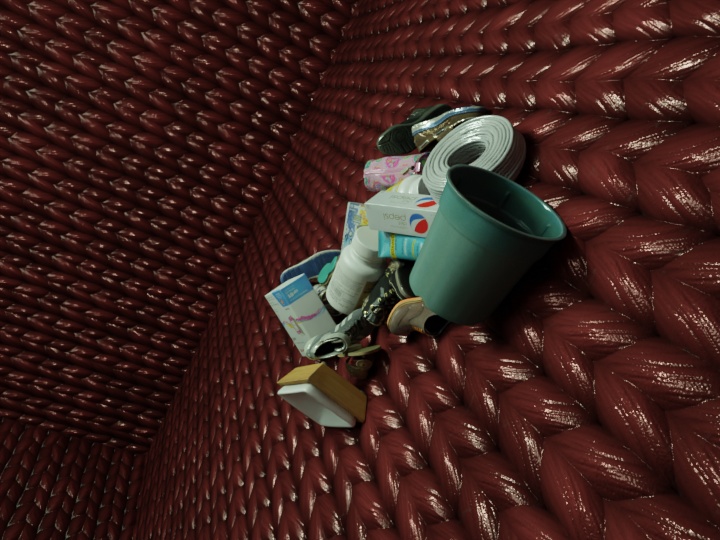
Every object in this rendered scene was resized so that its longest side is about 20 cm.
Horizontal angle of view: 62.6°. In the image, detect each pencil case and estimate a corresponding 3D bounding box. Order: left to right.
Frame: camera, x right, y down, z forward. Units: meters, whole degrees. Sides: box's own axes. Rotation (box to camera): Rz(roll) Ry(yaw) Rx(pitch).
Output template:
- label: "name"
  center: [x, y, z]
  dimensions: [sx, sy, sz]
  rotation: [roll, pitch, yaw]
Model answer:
- label: "pencil case"
  center: [-0.104, 0.076, 1.650]
  dimensions: [0.078, 0.089, 0.200]
  rotation: [-67, 20, -4]
- label: "pencil case"
  center: [0.095, -0.234, 1.417]
  dimensions: [0.200, 0.087, 0.088]
  rotation: [5, 72, 49]

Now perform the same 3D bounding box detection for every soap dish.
- label: "soap dish"
  center: [-0.085, 0.276, 1.316]
  dimensions: [0.081, 0.157, 0.200]
  rotation: [-57, 15, -25]

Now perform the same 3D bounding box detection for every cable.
- label: "cable"
  center: [0.212, -0.202, 1.111]
  dimensions: [0.200, 0.069, 0.200]
  rotation: [-36, 34, 9]

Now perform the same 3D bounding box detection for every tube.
- label: "tube"
  center: [0.107, -0.050, 1.217]
  dimensions: [0.200, 0.050, 0.078]
  rotation: [15, 105, 47]

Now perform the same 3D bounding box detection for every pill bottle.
- label: "pill bottle"
  center: [0.000, 0.000, 1.388]
  dimensions: [0.114, 0.114, 0.200]
  rotation: [-93, 21, -49]
- label: "pill bottle"
  center: [0.111, -0.146, 1.322]
  dimensions: [0.200, 0.112, 0.113]
  rotation: [-21, 49, 62]

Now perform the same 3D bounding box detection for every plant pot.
- label: "plant pot"
  center: [0.182, -0.032, 0.939]
  dimensions: [0.200, 0.200, 0.196]
  rotation: [-97, 29, -54]

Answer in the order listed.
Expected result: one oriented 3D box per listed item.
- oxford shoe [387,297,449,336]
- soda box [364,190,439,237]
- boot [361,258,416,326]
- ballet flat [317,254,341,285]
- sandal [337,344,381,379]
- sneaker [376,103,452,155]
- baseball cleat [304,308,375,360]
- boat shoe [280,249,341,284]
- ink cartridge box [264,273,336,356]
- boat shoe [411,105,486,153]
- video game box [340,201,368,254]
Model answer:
- label: "oxford shoe"
  center: [0.114, 0.093, 1.127]
  dimensions: [0.200, 0.071, 0.073]
  rotation: [-40, 38, 50]
- label: "soda box"
  center: [0.110, -0.112, 1.196]
  dimensions: [0.200, 0.064, 0.068]
  rotation: [11, 36, 37]
- label: "boot"
  center: [0.067, 0.057, 1.271]
  dimensions: [0.151, 0.073, 0.200]
  rotation: [-58, 19, 20]
- label: "ballet flat"
  center: [-0.061, 0.010, 1.551]
  dimensions: [0.200, 0.065, 0.071]
  rotation: [154, 135, -73]
- label: "sandal"
  center: [0.000, 0.206, 1.322]
  dimensions: [0.212, 0.077, 0.070]
  rotation: [164, 95, -73]
- label: "sneaker"
  center: [0.128, -0.346, 1.468]
  dimensions: [0.199, 0.076, 0.114]
  rotation: [-32, 14, -2]
- label: "baseball cleat"
  center: [-0.026, 0.146, 1.312]
  dimensions: [0.200, 0.070, 0.106]
  rotation: [-32, 12, -22]
- label: "boat shoe"
  center: [-0.136, -0.010, 1.703]
  dimensions: [0.072, 0.200, 0.072]
  rotation: [-156, 47, -80]
- label: "ink cartridge box"
  center: [-0.146, 0.121, 1.538]
  dimensions: [0.085, 0.200, 0.144]
  rotation: [-35, 6, -25]
- label: "boat shoe"
  center: [0.204, -0.315, 1.338]
  dimensions: [0.200, 0.072, 0.073]
  rotation: [-9, 90, 50]
- label: "video game box"
  center: [0.000, -0.083, 1.560]
  dimensions: [0.200, 0.047, 0.183]
  rotation: [-151, 66, -70]
